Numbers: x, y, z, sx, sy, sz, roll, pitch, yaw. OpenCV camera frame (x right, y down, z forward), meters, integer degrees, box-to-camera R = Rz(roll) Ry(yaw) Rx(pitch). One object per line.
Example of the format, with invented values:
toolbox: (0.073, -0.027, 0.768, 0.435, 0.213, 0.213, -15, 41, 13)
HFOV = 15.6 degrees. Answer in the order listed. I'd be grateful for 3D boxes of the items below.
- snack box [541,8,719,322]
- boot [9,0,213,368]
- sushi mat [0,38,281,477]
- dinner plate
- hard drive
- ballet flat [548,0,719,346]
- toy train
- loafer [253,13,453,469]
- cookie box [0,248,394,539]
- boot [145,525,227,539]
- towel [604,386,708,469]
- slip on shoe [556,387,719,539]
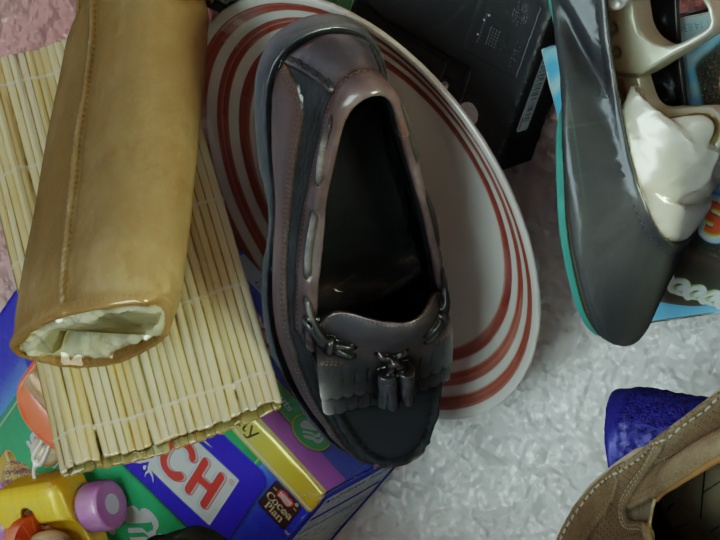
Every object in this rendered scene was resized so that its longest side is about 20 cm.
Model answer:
snack box: (0.171, -0.048, 0.993, 0.200, 0.037, 0.116, -10, 97, 37)
boot: (-0.073, -0.075, 1.037, 0.175, 0.066, 0.201, -31, 48, 57)
sushi mat: (-0.102, -0.015, 1.101, 0.095, 0.012, 0.200, -19, 64, 2)
dinner plate: (0.003, -0.028, 1.100, 0.200, 0.024, 0.200, 32, 142, 30)
hard drive: (0.007, -0.147, 1.088, 0.200, 0.038, 0.140, 31, 118, 25)
ballet flat: (0.104, -0.072, 0.970, 0.073, 0.073, 0.201, -5, 93, 37)
toy train: (-0.098, 0.114, 1.118, 0.200, 0.056, 0.150, 50, 127, 7)
loafer: (0.000, 0.000, 1.034, 0.063, 0.072, 0.200, -134, 30, -56)
cookie box: (-0.099, 0.085, 1.190, 0.171, 0.075, 0.200, 47, 127, 12)
boot: (-0.127, 0.204, 1.035, 0.158, 0.211, 0.079, -17, 133, 29)
towel: (0.192, 0.113, 0.973, 0.200, 0.050, 0.148, 4, 138, 36)
slip on shoe: (0.119, 0.096, 0.936, 0.076, 0.061, 0.200, 45, 135, 2)
